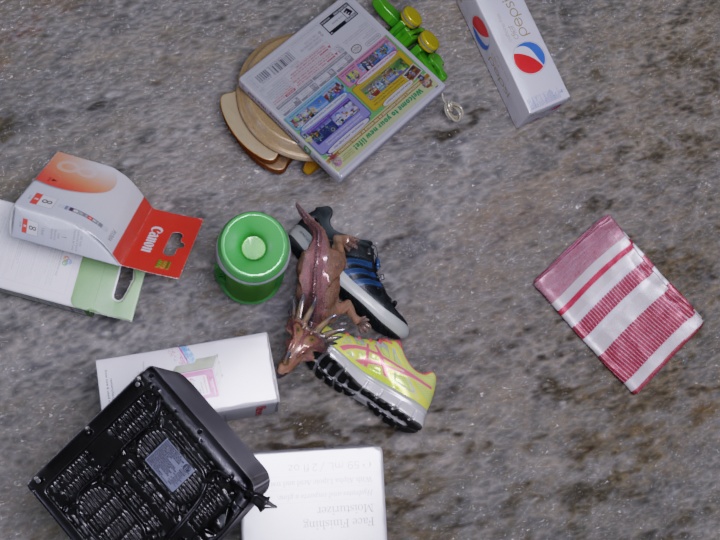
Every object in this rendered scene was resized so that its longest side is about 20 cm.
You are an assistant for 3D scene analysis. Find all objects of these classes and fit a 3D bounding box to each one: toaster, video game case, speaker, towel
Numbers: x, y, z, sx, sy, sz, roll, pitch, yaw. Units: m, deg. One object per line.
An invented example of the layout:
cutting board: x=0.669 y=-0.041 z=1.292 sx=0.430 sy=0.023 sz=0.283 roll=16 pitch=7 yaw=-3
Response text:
toaster: x=-0.205 y=0.224 z=1.048 sx=0.181 sy=0.119 sz=0.200 roll=-44 pitch=81 yaw=2
video game case: x=-0.022 y=-0.233 z=1.284 sx=0.182 sy=0.022 sz=0.200 roll=44 pitch=68 yaw=7
speaker: x=-0.129 y=-0.011 z=1.203 sx=0.088 sy=0.200 sz=0.089 roll=1 pitch=80 yaw=-7
towel: x=0.344 y=0.043 z=1.348 sx=0.144 sy=0.023 sz=0.200 roll=-42 pitch=88 yaw=-11

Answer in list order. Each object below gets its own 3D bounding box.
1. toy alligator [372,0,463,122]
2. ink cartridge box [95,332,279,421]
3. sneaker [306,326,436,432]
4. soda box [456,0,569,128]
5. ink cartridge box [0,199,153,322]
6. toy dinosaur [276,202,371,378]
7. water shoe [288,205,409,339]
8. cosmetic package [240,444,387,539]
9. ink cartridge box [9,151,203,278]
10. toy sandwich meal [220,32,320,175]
toy alligator: x=0.085 y=-0.285 z=1.355 sx=0.201 sy=0.059 sz=0.054 roll=55 pitch=38 yaw=4
ink cartridge box: x=-0.198 y=0.138 z=1.197 sx=0.198 sy=0.145 sz=0.085 roll=-8 pitch=78 yaw=-9
sneaker: x=0.009 y=0.114 z=1.272 sx=0.199 sy=0.078 sz=0.091 roll=37 pitch=64 yaw=-2
soda box: x=0.202 y=-0.299 z=1.362 sx=0.063 sy=0.068 sz=0.201 roll=-23 pitch=85 yaw=-11
ink cartridge box: x=-0.360 y=-0.008 z=1.243 sx=0.198 sy=0.059 sz=0.105 roll=15 pitch=79 yaw=-5
toy dinosaur: x=-0.050 y=0.019 z=1.185 sx=0.085 sy=0.135 sz=0.202 roll=-4 pitch=92 yaw=17
water shoe: x=0.000 y=0.000 z=1.284 sx=0.200 sy=0.072 sz=0.079 roll=43 pitch=75 yaw=0
cosmetic package: x=-0.057 y=0.307 z=1.177 sx=0.163 sy=0.165 sz=0.202 roll=-3 pitch=81 yaw=-6
ink cartridge box: x=-0.295 y=-0.068 z=1.215 sx=0.198 sy=0.163 sz=0.050 roll=13 pitch=119 yaw=-4
toy sandwich meal: x=-0.075 y=-0.212 z=1.316 sx=0.203 sy=0.070 sz=0.207 roll=4 pitch=69 yaw=-9
